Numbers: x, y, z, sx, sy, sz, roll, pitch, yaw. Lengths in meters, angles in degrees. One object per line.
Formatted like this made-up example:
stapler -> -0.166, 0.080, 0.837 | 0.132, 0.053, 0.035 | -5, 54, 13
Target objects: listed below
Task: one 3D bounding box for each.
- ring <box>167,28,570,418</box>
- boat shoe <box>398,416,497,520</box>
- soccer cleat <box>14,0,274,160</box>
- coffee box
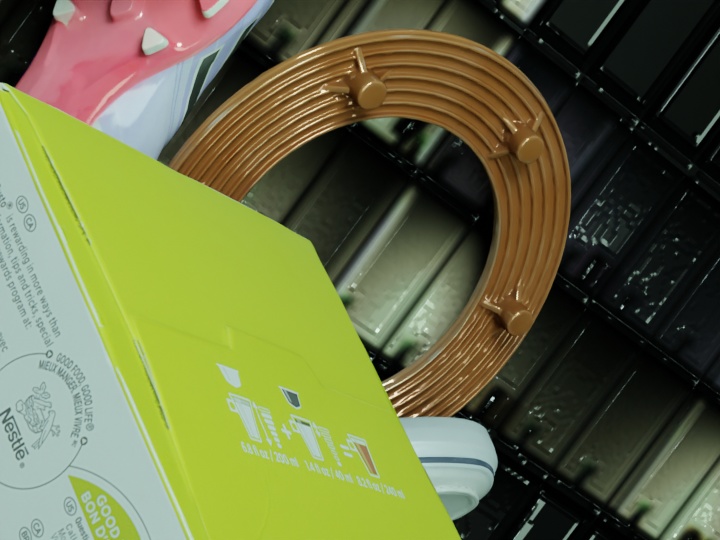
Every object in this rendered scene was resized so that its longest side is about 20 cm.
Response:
ring -> 0.000, 0.000, 0.912 | 0.200, 0.019, 0.201 | -16, 127, -23
boat shoe -> -0.036, 0.115, 0.925 | 0.200, 0.067, 0.074 | -14, 150, -9
soccer cleat -> -0.088, -0.064, 0.858 | 0.200, 0.067, 0.076 | -52, 158, -8
coffee box -> -0.098, 0.096, 0.760 | 0.198, 0.200, 0.200 | -35, 152, 17
